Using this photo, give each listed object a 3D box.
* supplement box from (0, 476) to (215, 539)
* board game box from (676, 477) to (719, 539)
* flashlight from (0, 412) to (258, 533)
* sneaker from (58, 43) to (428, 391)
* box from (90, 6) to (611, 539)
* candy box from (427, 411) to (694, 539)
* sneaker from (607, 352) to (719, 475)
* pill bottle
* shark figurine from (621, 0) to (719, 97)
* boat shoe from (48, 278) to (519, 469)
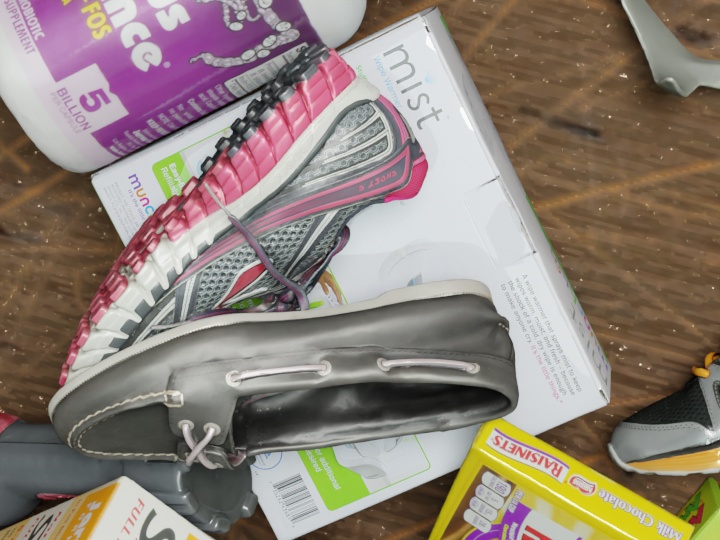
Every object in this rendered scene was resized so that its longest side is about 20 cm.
[{"bbox_3d":[-0.157,0.183,0.697,0.074,0.126,0.200,40,141,-19],"label":"supplement box"},{"bbox_3d":[0.227,0.210,0.770,0.200,0.048,0.102,38,104,-2],"label":"board game box"},{"bbox_3d":[-0.139,0.102,0.742,0.200,0.068,0.068,-3,100,35],"label":"flashlight"},{"bbox_3d":[-0.057,-0.001,0.647,0.075,0.081,0.200,41,110,-14],"label":"sneaker"},{"bbox_3d":[0.000,0.000,0.727,0.176,0.097,0.200,-26,98,11],"label":"box"},{"bbox_3d":[0.079,0.150,0.721,0.102,0.026,0.200,27,143,9],"label":"candy box"},{"bbox_3d":[0.209,0.042,0.728,0.200,0.078,0.077,-25,85,8],"label":"sneaker"},{"bbox_3d":[-0.068,-0.134,0.678,0.200,0.112,0.112,-27,98,6],"label":"pill bottle"},{"bbox_3d":[0.234,-0.118,0.697,0.214,0.128,0.090,-4,76,25],"label":"shark figurine"},{"bbox_3d":[-0.029,0.053,0.631,0.200,0.067,0.057,-13,57,-9],"label":"boat shoe"}]
